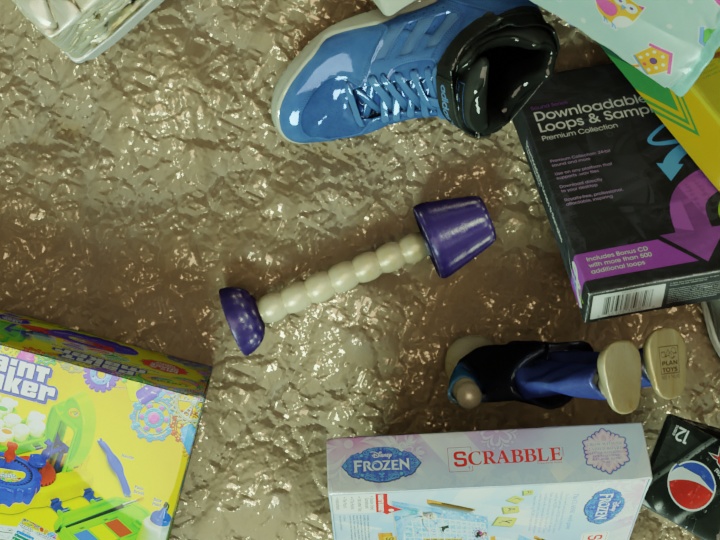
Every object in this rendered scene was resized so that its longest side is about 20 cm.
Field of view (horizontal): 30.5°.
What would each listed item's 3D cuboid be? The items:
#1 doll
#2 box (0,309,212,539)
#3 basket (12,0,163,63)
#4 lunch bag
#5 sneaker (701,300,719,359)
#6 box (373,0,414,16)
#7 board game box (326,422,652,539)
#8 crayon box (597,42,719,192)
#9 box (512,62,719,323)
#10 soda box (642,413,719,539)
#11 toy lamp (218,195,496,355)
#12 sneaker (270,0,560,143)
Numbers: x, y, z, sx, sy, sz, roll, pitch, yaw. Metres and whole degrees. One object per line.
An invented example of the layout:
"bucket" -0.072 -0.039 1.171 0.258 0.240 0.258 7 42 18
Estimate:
"doll" 0.126 0.067 0.885 0.135 0.199 0.049 -11 93 -33
"box" -0.222 0.142 0.905 0.198 0.122 0.195 16 95 -5
"basket" -0.206 -0.255 0.866 0.135 0.123 0.201 -39 98 2
"lunch bag" 0.193 -0.240 0.835 0.169 0.122 0.201 34 61 5
"sneaker" 0.281 0.018 0.949 0.074 0.079 0.201 -34 98 -2
"box" 0.010 -0.277 0.825 0.108 0.200 0.128 -33 68 0
"board game box" 0.080 0.169 0.880 0.197 0.201 0.042 -2 56 0
"crayon box" 0.255 -0.137 0.882 0.126 0.051 0.201 -23 63 -18
"box" 0.191 -0.063 0.891 0.141 0.201 0.036 -10 140 -5
"soda box" 0.269 0.152 0.907 0.199 0.070 0.064 18 97 -50
"toy lamp" 0.000 0.000 0.940 0.198 0.058 0.059 -21 97 1
"sneaker" 0.039 -0.127 0.895 0.198 0.112 0.077 -25 131 -4
